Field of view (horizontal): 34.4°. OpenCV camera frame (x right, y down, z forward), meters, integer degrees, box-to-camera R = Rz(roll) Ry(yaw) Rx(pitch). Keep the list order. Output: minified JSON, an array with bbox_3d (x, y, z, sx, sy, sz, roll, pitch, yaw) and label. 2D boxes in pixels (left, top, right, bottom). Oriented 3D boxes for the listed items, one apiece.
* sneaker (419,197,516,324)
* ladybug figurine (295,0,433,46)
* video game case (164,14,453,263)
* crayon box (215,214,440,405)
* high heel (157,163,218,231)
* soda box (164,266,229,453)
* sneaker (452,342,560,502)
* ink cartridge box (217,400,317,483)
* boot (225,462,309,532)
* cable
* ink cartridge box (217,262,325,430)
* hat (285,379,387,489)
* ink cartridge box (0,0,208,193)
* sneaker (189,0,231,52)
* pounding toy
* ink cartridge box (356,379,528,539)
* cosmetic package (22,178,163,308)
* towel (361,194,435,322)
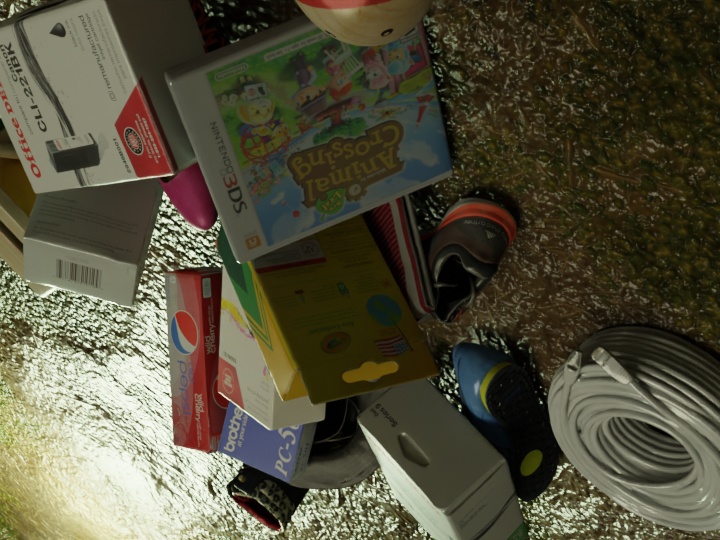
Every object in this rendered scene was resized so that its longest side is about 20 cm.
[{"bbox_3d":[0.066,0.011,1.027,0.076,0.083,0.200,24,149,-8],"label":"sneaker"},{"bbox_3d":[-0.009,-0.244,0.776,0.133,0.072,0.203,-1,118,20],"label":"ladybug figurine"},{"bbox_3d":[-0.032,-0.112,0.910,0.022,0.197,0.184,-120,9,-48],"label":"video game case"},{"bbox_3d":[-0.031,0.029,0.987,0.202,0.125,0.051,64,148,30],"label":"crayon box"},{"bbox_3d":[-0.186,-0.127,1.027,0.067,0.095,0.203,-29,69,30],"label":"high heel"},{"bbox_3d":[-0.175,0.100,1.322,0.069,0.063,0.204,3,98,42],"label":"soda box"},{"bbox_3d":[0.142,0.147,1.157,0.078,0.066,0.202,33,155,48],"label":"sneaker"},{"bbox_3d":[-0.083,0.112,1.236,0.093,0.044,0.204,18,103,19],"label":"ink cartridge box"},{"bbox_3d":[-0.117,0.192,1.381,0.203,0.154,0.073,44,148,-9],"label":"boot"},{"bbox_3d":[0.257,0.140,1.016,0.198,0.069,0.201,32,148,10],"label":"cable"},{"bbox_3d":[-0.084,0.037,1.131,0.116,0.067,0.204,22,112,53],"label":"ink cartridge box"},{"bbox_3d":[-0.040,0.136,1.291,0.197,0.081,0.205,3,99,21],"label":"hat"},{"bbox_3d":[-0.214,-0.151,0.953,0.198,0.084,0.146,-2,116,43],"label":"ink cartridge box"},{"bbox_3d":[-0.166,-0.220,1.009,0.200,0.076,0.078,43,145,-8],"label":"sneaker"},{"bbox_3d":[-0.343,-0.099,1.231,0.200,0.185,0.141,48,147,-13],"label":"pounding toy"},{"bbox_3d":[0.088,0.212,1.187,0.146,0.084,0.201,43,166,32],"label":"ink cartridge box"},{"bbox_3d":[-0.245,-0.081,1.117,0.111,0.203,0.082,15,146,-7],"label":"cosmetic package"},{"bbox_3d":[0.000,0.000,1.073,0.200,0.022,0.147,-37,62,57],"label":"towel"}]
